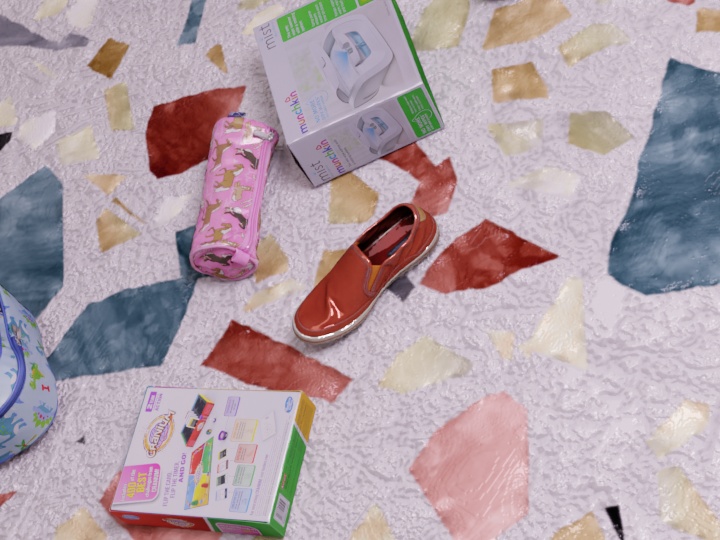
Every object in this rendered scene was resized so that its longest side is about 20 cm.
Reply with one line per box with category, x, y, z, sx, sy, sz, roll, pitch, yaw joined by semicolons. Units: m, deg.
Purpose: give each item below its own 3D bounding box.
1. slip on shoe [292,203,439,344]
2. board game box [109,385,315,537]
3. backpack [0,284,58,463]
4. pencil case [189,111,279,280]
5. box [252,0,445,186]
slip on shoe;0.000;0.000;1.713;0.200;0.061;0.074;-42;53;-2
board game box;-0.159;0.203;1.682;0.199;0.040;0.154;0;60;26
backpack;-0.460;0.124;1.809;0.182;0.147;0.201;-35;54;4
pencil case;-0.148;-0.086;1.836;0.082;0.087;0.201;11;61;-5
box;-0.016;-0.229;1.855;0.175;0.097;0.201;-23;54;8
